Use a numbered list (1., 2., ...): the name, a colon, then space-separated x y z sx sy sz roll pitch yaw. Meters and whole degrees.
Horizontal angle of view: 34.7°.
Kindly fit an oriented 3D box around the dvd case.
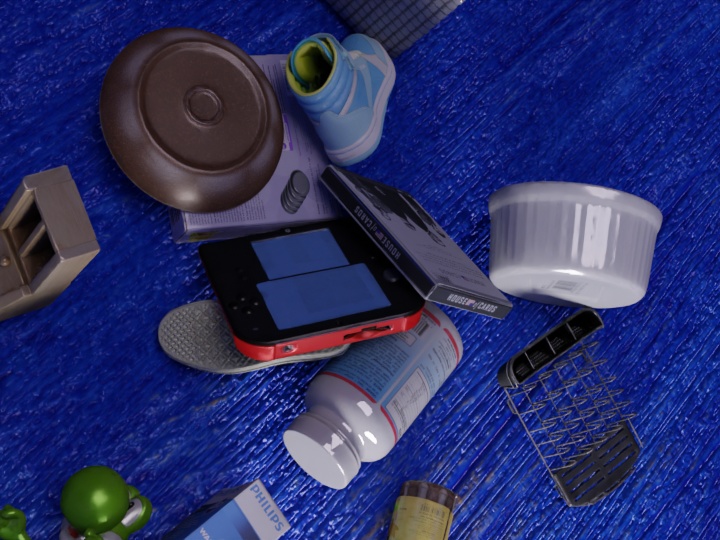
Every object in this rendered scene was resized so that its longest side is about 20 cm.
1. dvd case: 0.059 -0.030 1.215 0.149 0.025 0.200 16 29 -51

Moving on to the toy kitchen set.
1. toy kitchen set: -0.368 -0.038 1.001 0.198 0.180 0.165 -20 84 -34

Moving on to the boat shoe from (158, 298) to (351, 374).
1. boat shoe: -0.105 0.067 1.169 0.196 0.062 0.076 -3 82 -6

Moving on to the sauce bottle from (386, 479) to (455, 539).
1. sauce bottle: 0.046 0.318 1.180 0.064 0.065 0.203 26 64 -18

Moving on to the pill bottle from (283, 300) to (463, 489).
1. pill bottle: 0.012 0.124 1.193 0.109 0.108 0.200 47 61 -7

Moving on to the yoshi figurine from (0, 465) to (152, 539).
1. yoshi figurine: -0.273 0.243 1.015 0.199 0.112 0.113 -38 87 -33

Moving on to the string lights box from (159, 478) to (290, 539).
1. string lights box: -0.169 0.277 1.058 0.199 0.103 0.059 -36 92 -30

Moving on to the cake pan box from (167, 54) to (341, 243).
1. cake pan box: -0.127 -0.137 1.231 0.182 0.052 0.203 -8 79 -31

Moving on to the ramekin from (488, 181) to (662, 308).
1. ramekin: 0.238 -0.023 1.306 0.198 0.200 0.100 13 77 -23

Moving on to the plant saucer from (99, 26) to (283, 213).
1. plant saucer: -0.164 -0.161 1.171 0.197 0.037 0.204 8 71 -24

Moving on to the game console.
1. game console: -0.049 0.010 1.155 0.197 0.031 0.178 -10 43 -19

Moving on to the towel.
1. towel: 0.037 -0.346 1.289 0.166 0.199 0.086 46 60 -9

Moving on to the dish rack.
1. dish rack: 0.253 0.164 1.338 0.152 0.054 0.202 -29 90 -30

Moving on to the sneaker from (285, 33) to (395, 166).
1. sneaker: -0.023 -0.224 1.244 0.131 0.078 0.202 54 26 -38
